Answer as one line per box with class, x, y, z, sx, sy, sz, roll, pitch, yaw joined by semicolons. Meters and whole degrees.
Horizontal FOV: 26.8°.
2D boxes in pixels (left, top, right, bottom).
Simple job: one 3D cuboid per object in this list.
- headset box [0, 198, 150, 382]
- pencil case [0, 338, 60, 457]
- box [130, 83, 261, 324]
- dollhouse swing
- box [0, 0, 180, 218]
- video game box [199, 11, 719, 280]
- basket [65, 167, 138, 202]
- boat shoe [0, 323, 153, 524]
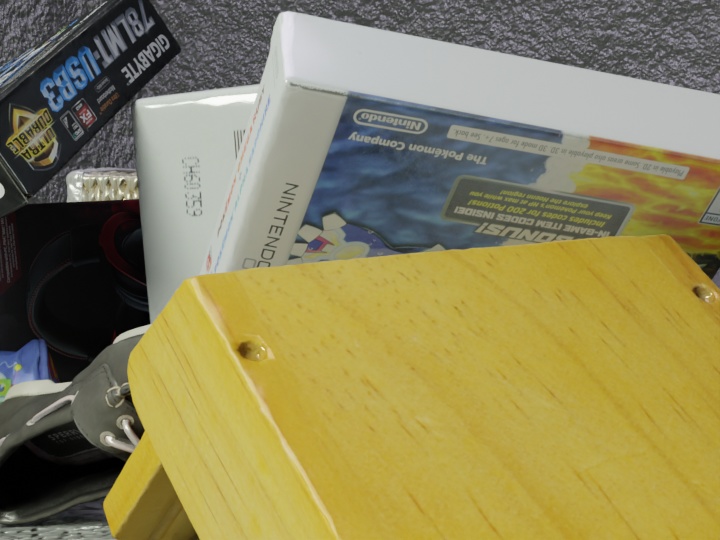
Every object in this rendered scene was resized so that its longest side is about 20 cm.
headset box;-0.164;0.035;0.882;0.199;0.150;0.075;-5;0;-43
pencil case;-0.245;0.082;0.746;0.198;0.079;0.087;-5;-23;-8
box;0.000;0.000;0.793;0.197;0.202;0.131;-4;4;17
dollhouse swing;0.027;0.090;0.532;0.199;0.177;0.182;-5;43;-32
box;-0.209;-0.054;0.770;0.198;0.050;0.200;-27;18;26
video game box;0.040;-0.006;0.615;0.199;0.047;0.183;8;-42;-14
basket;-0.199;-0.006;1.584;0.160;0.202;0.198;2;4;14
boat shoe;-0.104;0.072;0.630;0.067;0.057;0.199;36;-33;-24
